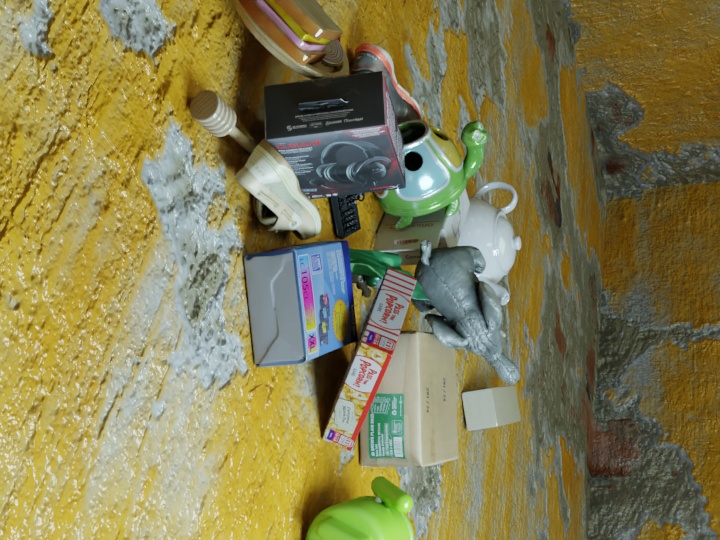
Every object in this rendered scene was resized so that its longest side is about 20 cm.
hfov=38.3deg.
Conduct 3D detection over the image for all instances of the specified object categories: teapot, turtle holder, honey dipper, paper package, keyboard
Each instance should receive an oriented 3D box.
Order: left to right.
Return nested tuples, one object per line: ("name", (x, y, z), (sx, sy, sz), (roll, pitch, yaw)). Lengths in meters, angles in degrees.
("honey dipper", (-0.138, -0.151, 1.216), (0.200, 0.037, 0.039), (42, 47, -65))
("keyboard", (-0.018, -0.154, 1.507), (0.104, 0.039, 0.203), (-38, 122, -64))
("paper package", (0.074, 0.194, 1.590), (0.190, 0.102, 0.203), (14, 74, -66))
("turtle holder", (0.104, -0.161, 1.615), (0.142, 0.183, 0.133), (-68, 148, -45))
("teapot", (0.236, -0.053, 1.985), (0.197, 0.144, 0.203), (-37, 119, -65))

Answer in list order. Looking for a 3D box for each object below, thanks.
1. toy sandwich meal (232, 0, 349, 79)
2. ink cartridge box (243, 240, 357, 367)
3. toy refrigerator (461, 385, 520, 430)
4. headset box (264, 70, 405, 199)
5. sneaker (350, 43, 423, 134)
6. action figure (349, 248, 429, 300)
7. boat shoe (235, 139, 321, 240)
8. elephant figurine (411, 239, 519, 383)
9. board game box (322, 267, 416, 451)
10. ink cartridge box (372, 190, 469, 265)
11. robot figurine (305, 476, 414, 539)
("toy sandwich meal", (-0.075, -0.311, 1.247), (0.204, 0.070, 0.206), (35, 29, -23))
("ink cartridge box", (-0.065, 0.035, 1.309), (0.200, 0.075, 0.139), (-15, 100, -69))
("toy refrigerator", (0.264, 0.277, 2.101), (0.200, 0.069, 0.077), (10, 69, -68))
("headset box", (-0.029, -0.166, 1.277), (0.200, 0.147, 0.078), (63, 22, -69))
("sneaker", (0.032, -0.258, 1.630), (0.201, 0.076, 0.083), (54, 50, -40))
("action figure", (0.000, 0.000, 1.468), (0.199, 0.118, 0.055), (15, 112, -48))
("boat shoe", (-0.102, -0.083, 1.259), (0.065, 0.072, 0.200), (-45, 157, -8))
("elephant figurine", (0.166, 0.066, 1.571), (0.154, 0.142, 0.201), (-8, 56, -33))
("board game box", (0.011, 0.120, 1.392), (0.152, 0.046, 0.201), (-68, 179, -48))
("ink cartridge box", (0.100, -0.070, 1.685), (0.201, 0.115, 0.068), (-66, 145, -48))
("robot figurine", (0.001, 0.358, 1.356), (0.200, 0.115, 0.178), (18, 92, -68))
